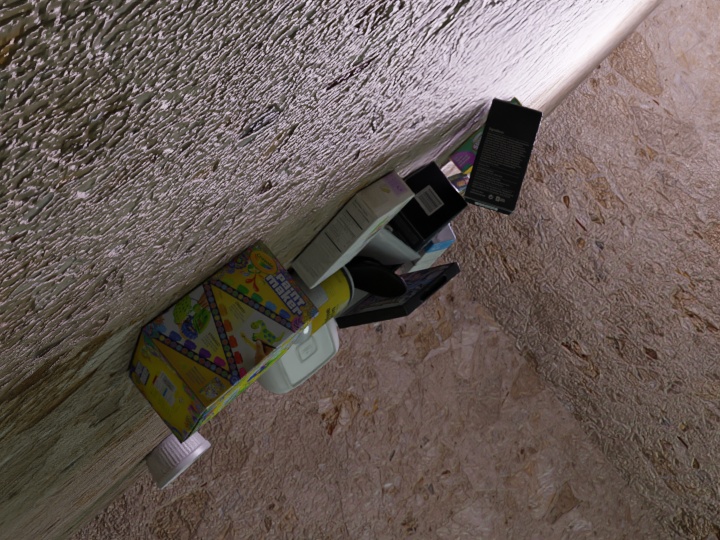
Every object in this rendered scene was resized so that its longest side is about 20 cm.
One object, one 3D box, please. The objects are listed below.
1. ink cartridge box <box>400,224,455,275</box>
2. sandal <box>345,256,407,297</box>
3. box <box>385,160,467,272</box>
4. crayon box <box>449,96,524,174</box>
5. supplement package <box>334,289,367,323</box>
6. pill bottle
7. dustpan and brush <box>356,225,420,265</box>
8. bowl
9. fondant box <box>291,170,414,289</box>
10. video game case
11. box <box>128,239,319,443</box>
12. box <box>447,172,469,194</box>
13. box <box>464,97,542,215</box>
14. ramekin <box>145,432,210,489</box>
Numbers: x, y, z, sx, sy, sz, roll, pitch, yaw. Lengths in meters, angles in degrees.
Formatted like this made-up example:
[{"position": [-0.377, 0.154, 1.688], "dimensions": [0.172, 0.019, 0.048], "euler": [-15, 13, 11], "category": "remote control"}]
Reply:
[{"position": [0.123, -0.067, 1.962], "dimensions": [0.066, 0.118, 0.200], "euler": [-15, 160, -30], "category": "ink cartridge box"}, {"position": [-0.001, -0.001, 1.637], "dimensions": [0.048, 0.196, 0.076], "euler": [-60, 152, -34], "category": "sandal"}, {"position": [0.082, -0.090, 1.761], "dimensions": [0.196, 0.125, 0.199], "euler": [-42, 177, 42], "category": "box"}, {"position": [0.307, -0.311, 2.024], "dimensions": [0.199, 0.059, 0.172], "euler": [-42, 177, 16], "category": "crayon box"}, {"position": [-0.085, 0.071, 1.887], "dimensions": [0.199, 0.118, 0.117], "euler": [-41, 175, -17], "category": "supplement package"}, {"position": [-0.108, 0.061, 1.563], "dimensions": [0.199, 0.112, 0.112], "euler": [-38, 176, -40], "category": "pill bottle"}, {"position": [0.008, -0.052, 1.653], "dimensions": [0.198, 0.139, 0.058], "euler": [-23, -137, 42], "category": "dustpan and brush"}, {"position": [-0.125, 0.139, 1.720], "dimensions": [0.199, 0.074, 0.202], "euler": [-37, 135, -23], "category": "bowl"}, {"position": [-0.013, -0.069, 1.480], "dimensions": [0.200, 0.059, 0.144], "euler": [-43, 176, 36], "category": "fondant box"}, {"position": [0.071, 0.048, 1.683], "dimensions": [0.198, 0.026, 0.180], "euler": [-15, -164, 47], "category": "video game case"}, {"position": [-0.181, 0.096, 1.122], "dimensions": [0.192, 0.122, 0.200], "euler": [-39, 175, -30], "category": "box"}, {"position": [0.157, -0.160, 2.048], "dimensions": [0.198, 0.040, 0.137], "euler": [-23, 166, -38], "category": "box"}, {"position": [0.286, -0.225, 1.756], "dimensions": [0.148, 0.105, 0.205], "euler": [-12, 118, -82], "category": "box"}, {"position": [-0.569, 0.566, 2.681], "dimensions": [0.199, 0.106, 0.200], "euler": [-41, 177, -3], "category": "ramekin"}]
